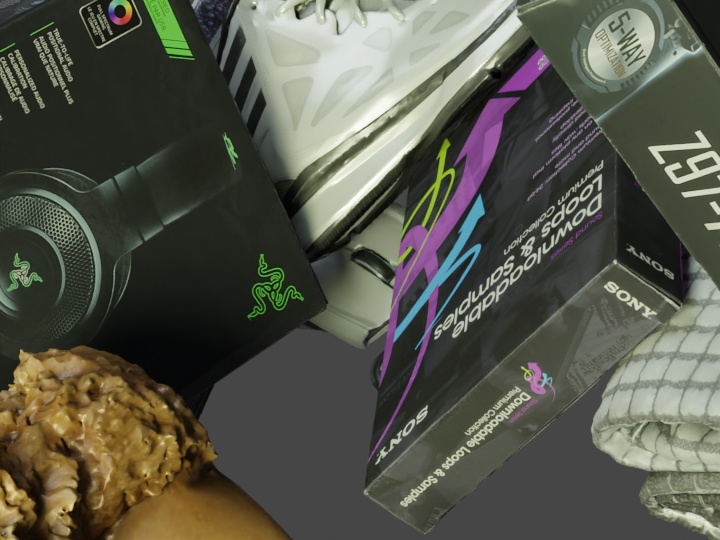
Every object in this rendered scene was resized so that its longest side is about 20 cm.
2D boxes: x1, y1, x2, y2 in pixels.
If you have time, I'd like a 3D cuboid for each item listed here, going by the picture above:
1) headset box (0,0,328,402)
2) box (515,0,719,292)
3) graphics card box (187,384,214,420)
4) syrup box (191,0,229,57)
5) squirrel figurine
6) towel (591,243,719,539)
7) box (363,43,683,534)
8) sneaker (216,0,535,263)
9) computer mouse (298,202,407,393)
[{"bbox_3d":[-0.131,-0.017,0.859,0.200,0.174,0.093,-33,19,-29],"label":"headset box"},{"bbox_3d":[0.128,-0.087,0.648,0.043,0.160,0.200,-20,32,35],"label":"box"},{"bbox_3d":[-0.144,0.002,0.968,0.051,0.200,0.126,-15,40,38],"label":"graphics card box"},{"bbox_3d":[-0.028,-0.134,0.993,0.200,0.081,0.079,-54,12,37],"label":"syrup box"},{"bbox_3d":[-0.119,0.137,0.760,0.187,0.200,0.141,-38,34,-20],"label":"squirrel figurine"},{"bbox_3d":[0.191,0.013,0.686,0.200,0.086,0.166,-2,46,50],"label":"towel"},{"bbox_3d":[0.063,-0.014,0.796,0.143,0.036,0.200,-46,22,33],"label":"box"},{"bbox_3d":[0.009,-0.108,0.906,0.200,0.115,0.076,-44,-7,13],"label":"sneaker"},{"bbox_3d":[0.000,0.000,0.961,0.110,0.044,0.200,-51,31,-14],"label":"computer mouse"}]
